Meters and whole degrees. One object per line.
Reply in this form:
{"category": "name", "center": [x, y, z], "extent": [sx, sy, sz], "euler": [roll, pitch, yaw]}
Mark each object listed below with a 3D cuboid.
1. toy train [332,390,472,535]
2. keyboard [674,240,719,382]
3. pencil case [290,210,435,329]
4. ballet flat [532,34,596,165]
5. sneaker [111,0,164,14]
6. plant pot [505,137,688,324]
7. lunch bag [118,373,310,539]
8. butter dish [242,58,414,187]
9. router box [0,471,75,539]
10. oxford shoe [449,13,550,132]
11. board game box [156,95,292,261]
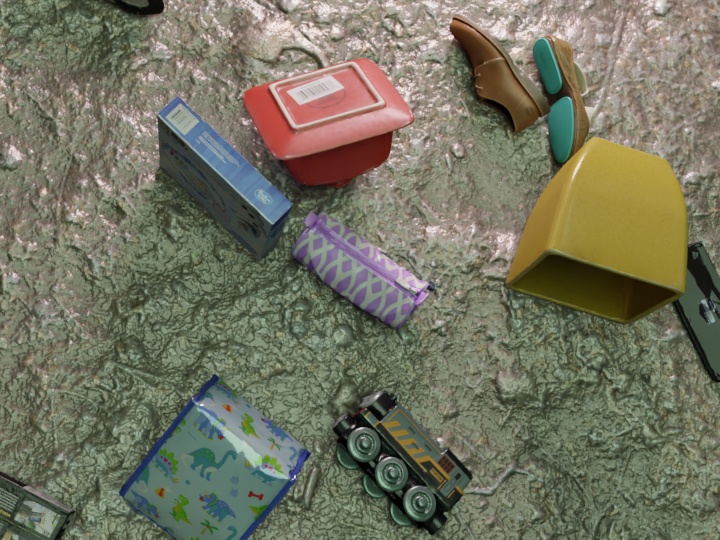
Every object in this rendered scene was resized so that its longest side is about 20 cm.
{"category": "toy train", "center": [0.055, 0.254, 1.462], "extent": [0.200, 0.085, 0.114], "euler": [46, 64, 4]}
{"category": "keyboard", "center": [0.528, 0.051, 1.605], "extent": [0.127, 0.021, 0.201], "euler": [-23, 84, -7]}
{"category": "pencil case", "center": [0.000, 0.000, 1.499], "extent": [0.200, 0.086, 0.084], "euler": [33, 74, 0]}
{"category": "ballet flat", "center": [0.309, -0.253, 1.618], "extent": [0.072, 0.068, 0.201], "euler": [-4, 74, -29]}
{"category": "sneaker", "center": [-0.360, -0.435, 1.549], "extent": [0.199, 0.077, 0.089], "euler": [22, 63, -9]}
{"category": "plant pot", "center": [0.336, -0.063, 1.514], "extent": [0.193, 0.196, 0.201], "euler": [17, 72, -5]}
{"category": "lunch bag", "center": [-0.190, 0.265, 1.397], "extent": [0.170, 0.127, 0.200], "euler": [38, 105, 1]}
{"category": "butter dish", "center": [-0.040, -0.181, 1.507], "extent": [0.199, 0.148, 0.200], "euler": [-18, 41, -10]}
{"category": "router box", "center": [-0.485, 0.323, 1.373], "extent": [0.199, 0.051, 0.150], "euler": [29, 77, -2]}
{"category": "oxford shoe", "center": [0.188, -0.289, 1.598], "extent": [0.071, 0.071, 0.200], "euler": [-38, 83, 0]}
{"category": "board game box", "center": [-0.182, -0.115, 1.436], "extent": [0.200, 0.199, 0.043], "euler": [44, 74, 1]}
